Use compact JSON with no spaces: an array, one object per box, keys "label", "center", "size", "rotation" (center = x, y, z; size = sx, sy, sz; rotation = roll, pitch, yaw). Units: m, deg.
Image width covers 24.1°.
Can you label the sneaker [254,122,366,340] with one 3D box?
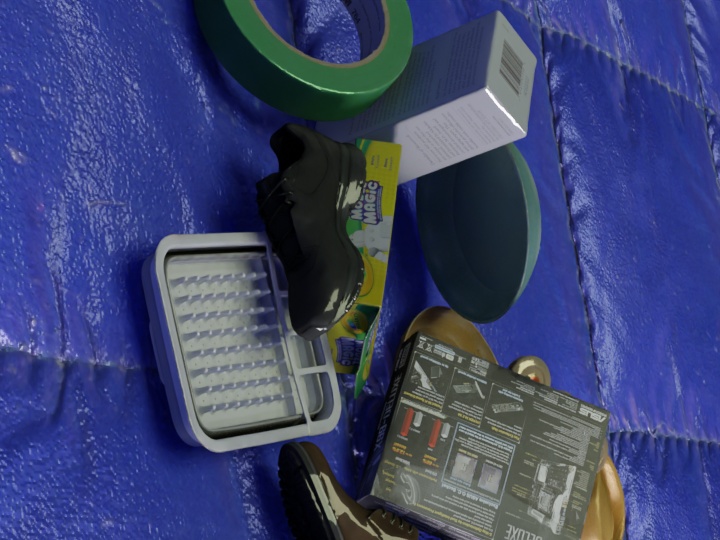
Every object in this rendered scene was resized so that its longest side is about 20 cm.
[{"label":"sneaker","center":[-0.049,-0.034,1.385],"size":[0.090,0.076,0.202],"rotation":[28,44,-33]}]

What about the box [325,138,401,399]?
[{"label":"box","center":[0.000,0.000,1.475],"size":[0.118,0.048,0.202],"rotation":[99,-3,-55]}]

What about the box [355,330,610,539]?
[{"label":"box","center":[0.111,0.165,1.494],"size":[0.198,0.050,0.159],"rotation":[22,66,-10]}]

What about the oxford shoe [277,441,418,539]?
[{"label":"oxford shoe","center":[-0.001,0.216,1.375],"size":[0.084,0.072,0.201],"rotation":[-35,105,-26]}]

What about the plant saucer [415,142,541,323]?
[{"label":"plant saucer","center":[0.116,-0.052,1.593],"size":[0.036,0.200,0.202],"rotation":[-8,80,-27]}]

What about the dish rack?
[{"label":"dish rack","center":[-0.100,0.057,1.355],"size":[0.199,0.043,0.174],"rotation":[-3,78,-57]}]

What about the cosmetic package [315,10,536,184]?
[{"label":"cosmetic package","center":[0.057,-0.147,1.541],"size":[0.071,0.199,0.102],"rotation":[45,41,-34]}]

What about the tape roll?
[{"label":"tape roll","center":[-0.049,-0.229,1.494],"size":[0.199,0.048,0.202],"rotation":[17,54,-26]}]

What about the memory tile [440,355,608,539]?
[{"label":"memory tile","center":[0.141,0.192,1.567],"size":[0.200,0.017,0.154],"rotation":[-50,116,-19]}]

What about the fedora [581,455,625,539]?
[{"label":"fedora","center":[0.213,0.235,1.675],"size":[0.200,0.081,0.203],"rotation":[32,54,-58]}]

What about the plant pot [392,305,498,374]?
[{"label":"plant pot","center":[0.086,0.135,1.611],"size":[0.199,0.027,0.202],"rotation":[32,49,-46]}]
